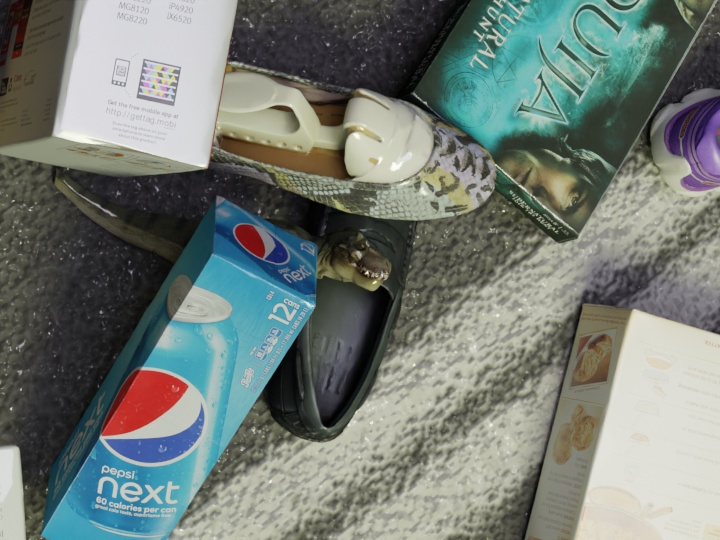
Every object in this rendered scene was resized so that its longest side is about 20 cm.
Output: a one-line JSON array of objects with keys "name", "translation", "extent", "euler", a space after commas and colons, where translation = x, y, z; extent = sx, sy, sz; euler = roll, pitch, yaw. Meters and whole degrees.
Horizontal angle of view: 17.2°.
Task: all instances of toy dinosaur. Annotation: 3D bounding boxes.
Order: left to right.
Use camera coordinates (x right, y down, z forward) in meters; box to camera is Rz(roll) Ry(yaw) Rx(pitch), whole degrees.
[{"name": "toy dinosaur", "translation": [-0.081, 0.005, 1.316], "extent": [0.199, 0.047, 0.089], "euler": [11, 90, 10]}]

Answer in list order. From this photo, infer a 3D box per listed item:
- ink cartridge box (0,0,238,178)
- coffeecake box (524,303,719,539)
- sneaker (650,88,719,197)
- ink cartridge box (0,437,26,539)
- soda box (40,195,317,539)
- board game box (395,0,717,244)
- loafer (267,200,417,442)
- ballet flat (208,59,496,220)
[{"name": "ink cartridge box", "translation": [-0.126, -0.143, 1.235], "extent": [0.083, 0.200, 0.177], "euler": [11, 88, -18]}, {"name": "coffeecake box", "translation": [0.189, 0.137, 1.423], "extent": [0.153, 0.073, 0.201], "euler": [16, 86, -20]}, {"name": "sneaker", "translation": [0.274, -0.098, 1.443], "extent": [0.199, 0.083, 0.081], "euler": [-30, 101, -18]}, {"name": "ink cartridge box", "translation": [-0.252, 0.188, 1.227], "extent": [0.144, 0.145, 0.202], "euler": [-4, 92, -20]}, {"name": "soda box", "translation": [-0.098, 0.064, 1.269], "extent": [0.064, 0.068, 0.201], "euler": [26, 115, -14]}, {"name": "board game box", "translation": [0.121, -0.135, 1.397], "extent": [0.135, 0.028, 0.201], "euler": [39, 68, -17]}, {"name": "loafer", "translation": [0.000, 0.000, 1.353], "extent": [0.068, 0.070, 0.202], "euler": [17, 85, -19]}, {"name": "ballet flat", "translation": [-0.022, -0.075, 1.308], "extent": [0.199, 0.072, 0.073], "euler": [12, 87, 3]}]
